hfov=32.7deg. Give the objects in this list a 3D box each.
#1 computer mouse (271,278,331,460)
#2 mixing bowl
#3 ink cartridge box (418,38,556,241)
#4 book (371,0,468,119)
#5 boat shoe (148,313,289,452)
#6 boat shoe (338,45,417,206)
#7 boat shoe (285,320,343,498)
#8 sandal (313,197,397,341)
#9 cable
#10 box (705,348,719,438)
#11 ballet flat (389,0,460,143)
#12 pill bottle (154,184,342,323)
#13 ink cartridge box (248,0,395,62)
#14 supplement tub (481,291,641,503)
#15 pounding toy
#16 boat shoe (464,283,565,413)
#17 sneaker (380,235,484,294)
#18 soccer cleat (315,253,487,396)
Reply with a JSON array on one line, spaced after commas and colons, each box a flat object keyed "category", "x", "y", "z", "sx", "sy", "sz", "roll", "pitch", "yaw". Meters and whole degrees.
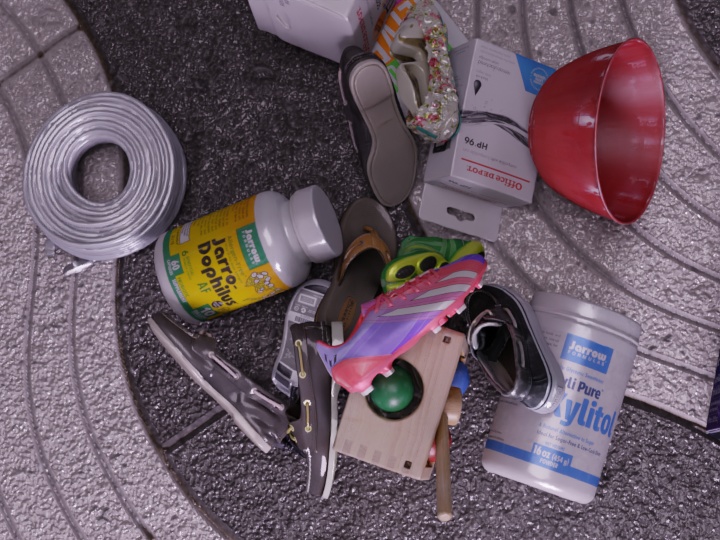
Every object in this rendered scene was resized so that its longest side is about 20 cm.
[{"category": "computer mouse", "x": -0.062, "y": 0.111, "z": 1.420, "sx": 0.108, "sy": 0.044, "sz": 0.203, "roll": 18, "pitch": 89, "yaw": 14}, {"category": "mixing bowl", "x": 0.254, "y": -0.156, "z": 1.365, "sx": 0.107, "sy": 0.199, "sz": 0.204, "roll": 7, "pitch": 81, "yaw": 34}, {"category": "ink cartridge box", "x": 0.144, "y": -0.145, "z": 1.398, "sx": 0.114, "sy": 0.068, "sz": 0.204, "roll": 15, "pitch": 82, "yaw": -24}, {"category": "book", "x": 0.038, "y": -0.282, "z": 1.472, "sx": 0.133, "sy": 0.048, "sz": 0.201, "roll": -37, "pitch": 76, "yaw": -3}, {"category": "boat shoe", "x": -0.154, "y": 0.114, "z": 1.375, "sx": 0.057, "sy": 0.067, "sz": 0.200, "roll": -43, "pitch": 90, "yaw": -13}, {"category": "boat shoe", "x": 0.019, "y": -0.167, "z": 1.403, "sx": 0.066, "sy": 0.202, "sz": 0.057, "roll": -23, "pitch": 41, "yaw": -8}, {"category": "boat shoe", "x": -0.052, "y": 0.151, "z": 1.336, "sx": 0.059, "sy": 0.072, "sz": 0.205, "roll": 2, "pitch": 107, "yaw": -5}, {"category": "sandal", "x": 0.000, "y": 0.000, "z": 1.391, "sx": 0.081, "sy": 0.055, "sz": 0.202, "roll": 30, "pitch": 55, "yaw": -12}, {"category": "cable", "x": -0.308, "y": -0.114, "z": 1.470, "sx": 0.197, "sy": 0.069, "sz": 0.203, "roll": -17, "pitch": 79, "yaw": 4}, {"category": "box", "x": 0.445, "y": 0.085, "z": 1.309, "sx": 0.102, "sy": 0.148, "sz": 0.204, "roll": 11, "pitch": 81, "yaw": 9}, {"category": "ballet flat", "x": 0.067, "y": -0.232, "z": 1.374, "sx": 0.063, "sy": 0.076, "sz": 0.203, "roll": 9, "pitch": 52, "yaw": -27}, {"category": "pill bottle", "x": -0.124, "y": -0.022, "z": 1.393, "sx": 0.197, "sy": 0.113, "sz": 0.115, "roll": -20, "pitch": 79, "yaw": 16}, {"category": "ink cartridge box", "x": -0.026, "y": -0.364, "z": 1.402, "sx": 0.143, "sy": 0.147, "sz": 0.202, "roll": 24, "pitch": 79, "yaw": 12}, {"category": "supplement tub", "x": 0.218, "y": 0.138, "z": 1.335, "sx": 0.130, "sy": 0.132, "sz": 0.203, "roll": 17, "pitch": 84, "yaw": 9}, {"category": "pounding toy", "x": 0.060, "y": 0.153, "z": 1.317, "sx": 0.140, "sy": 0.200, "sz": 0.187, "roll": 17, "pitch": 83, "yaw": 9}, {"category": "boat shoe", "x": 0.149, "y": 0.069, "z": 1.292, "sx": 0.070, "sy": 0.201, "sz": 0.073, "roll": 23, "pitch": 109, "yaw": -30}, {"category": "sneaker", "x": 0.069, "y": 0.005, "z": 1.354, "sx": 0.082, "sy": 0.199, "sz": 0.075, "roll": 10, "pitch": 102, "yaw": 27}, {"category": "soccer cleat", "x": 0.045, "y": 0.041, "z": 1.242, "sx": 0.200, "sy": 0.067, "sz": 0.077, "roll": -42, "pitch": 90, "yaw": -9}]
